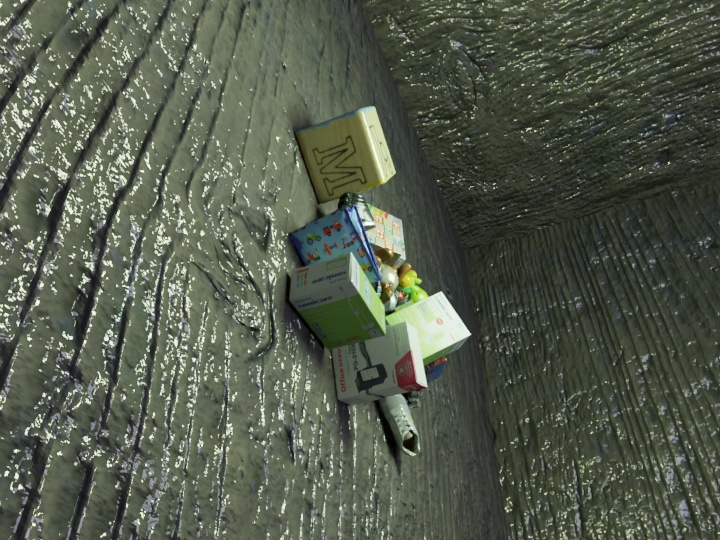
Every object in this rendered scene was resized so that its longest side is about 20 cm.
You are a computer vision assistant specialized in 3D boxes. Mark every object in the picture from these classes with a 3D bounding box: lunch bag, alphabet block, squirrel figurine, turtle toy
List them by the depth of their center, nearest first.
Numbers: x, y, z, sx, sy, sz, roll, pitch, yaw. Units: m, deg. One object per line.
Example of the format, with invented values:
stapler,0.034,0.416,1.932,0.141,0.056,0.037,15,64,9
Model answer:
lunch bag,-0.048,-0.028,1.496,0.201,0.150,0.094,67,17,-3
squirrel figurine,0.000,0.000,1.684,0.187,0.200,0.142,43,52,-5
alphabet block,-0.035,-0.317,1.767,0.195,0.195,0.202,-49,122,-69
turtle toy,0.124,0.049,2.034,0.146,0.199,0.102,-26,138,-74

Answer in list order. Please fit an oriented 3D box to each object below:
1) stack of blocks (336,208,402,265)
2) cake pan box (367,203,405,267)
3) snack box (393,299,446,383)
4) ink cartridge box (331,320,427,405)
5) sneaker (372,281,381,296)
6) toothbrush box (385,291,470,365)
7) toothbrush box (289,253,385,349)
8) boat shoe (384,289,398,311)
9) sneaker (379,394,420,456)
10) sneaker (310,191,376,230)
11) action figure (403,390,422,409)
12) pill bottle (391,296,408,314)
stack of blocks,0.015,-0.103,1.784,0.199,0.059,0.116,21,46,-24
cake pan box,0.041,-0.109,1.910,0.183,0.052,0.201,23,37,-18
snack box,0.163,0.209,1.862,0.169,0.067,0.201,89,-24,-64
ink cartridge box,0.040,0.218,1.516,0.084,0.199,0.146,37,40,-60
sneaker,-0.009,0.073,1.559,0.087,0.074,0.202,-7,116,-38
toothbrush box,0.166,0.166,1.730,0.146,0.199,0.086,57,-32,21
toothbrush box,-0.046,0.073,1.428,0.200,0.145,0.087,57,23,-45
boat shoe,0.078,0.070,1.885,0.200,0.067,0.072,-135,-120,-68
sneaker,0.113,0.411,1.763,0.201,0.076,0.081,67,-12,-22
sneaker,-0.055,-0.148,1.668,0.199,0.071,0.100,-7,74,-37
action figure,0.136,0.300,1.808,0.130,0.069,0.202,-141,-147,-72
pill bottle,0.152,0.160,2.088,0.200,0.115,0.117,-56,128,-70
